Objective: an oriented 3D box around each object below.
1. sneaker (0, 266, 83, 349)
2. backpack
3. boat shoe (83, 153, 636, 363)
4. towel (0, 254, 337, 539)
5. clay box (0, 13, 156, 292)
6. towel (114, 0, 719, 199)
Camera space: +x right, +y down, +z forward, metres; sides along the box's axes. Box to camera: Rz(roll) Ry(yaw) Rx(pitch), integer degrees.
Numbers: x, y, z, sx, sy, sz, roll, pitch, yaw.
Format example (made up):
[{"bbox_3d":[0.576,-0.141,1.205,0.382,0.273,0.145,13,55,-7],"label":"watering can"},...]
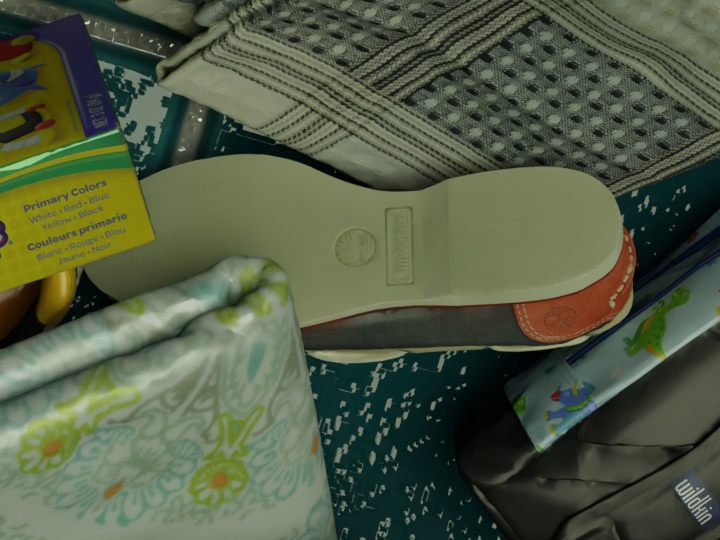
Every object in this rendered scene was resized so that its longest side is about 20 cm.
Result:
[{"bbox_3d":[-0.181,0.036,1.007,0.200,0.082,0.078,-40,108,-6],"label":"sneaker"},{"bbox_3d":[0.156,0.050,1.089,0.200,0.154,0.163,-39,107,16],"label":"backpack"},{"bbox_3d":[0.000,0.000,1.046,0.199,0.063,0.072,-2,65,10],"label":"boat shoe"},{"bbox_3d":[-0.105,0.092,1.012,0.199,0.048,0.172,-23,143,-12],"label":"towel"},{"bbox_3d":[-0.175,-0.019,0.969,0.199,0.115,0.048,-18,116,-5],"label":"clay box"},{"bbox_3d":[0.039,-0.075,0.987,0.199,0.192,0.035,29,58,-31],"label":"towel"}]
